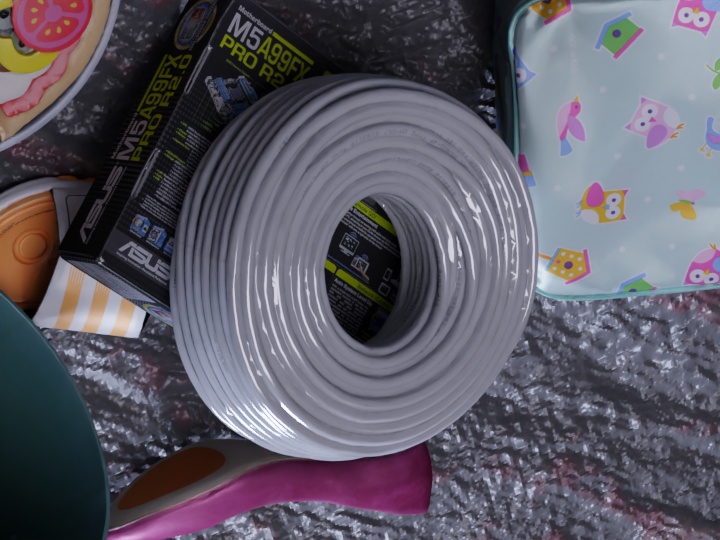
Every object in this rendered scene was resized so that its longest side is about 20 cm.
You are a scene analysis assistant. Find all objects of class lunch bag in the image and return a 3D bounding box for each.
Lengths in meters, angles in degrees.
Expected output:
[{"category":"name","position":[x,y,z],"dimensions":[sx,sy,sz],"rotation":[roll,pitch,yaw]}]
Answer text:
[{"category":"lunch bag","position":[0.156,-0.080,1.168],"dimensions":[0.160,0.077,0.200],"rotation":[-7,121,-1]}]

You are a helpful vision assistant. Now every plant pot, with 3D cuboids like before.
[{"category":"plant pot","position":[-0.252,0.109,1.050],"dimensions":[0.161,0.201,0.201],"rotation":[-32,128,26]}]

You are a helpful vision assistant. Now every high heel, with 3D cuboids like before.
[{"category":"high heel","position":[-0.050,0.136,1.224],"dimensions":[0.200,0.067,0.096],"rotation":[-26,114,-24]}]

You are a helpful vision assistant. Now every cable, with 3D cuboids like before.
[{"category":"cable","position":[0.000,0.000,1.076],"dimensions":[0.200,0.069,0.201],"rotation":[19,83,-37]}]

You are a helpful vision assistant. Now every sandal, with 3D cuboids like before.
[{"category":"sandal","position":[-0.110,-0.003,1.126],"dimensions":[0.206,0.059,0.079],"rotation":[0,116,-23]}]

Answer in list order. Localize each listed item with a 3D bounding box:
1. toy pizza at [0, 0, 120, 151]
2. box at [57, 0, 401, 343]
[{"category":"toy pizza","position":[-0.210,-0.137,1.027],"dimensions":[0.200,0.032,0.201],"rotation":[-10,120,-18]},{"category":"box","position":[-0.040,-0.029,1.115],"dimensions":[0.200,0.044,0.161],"rotation":[34,75,-34]}]
